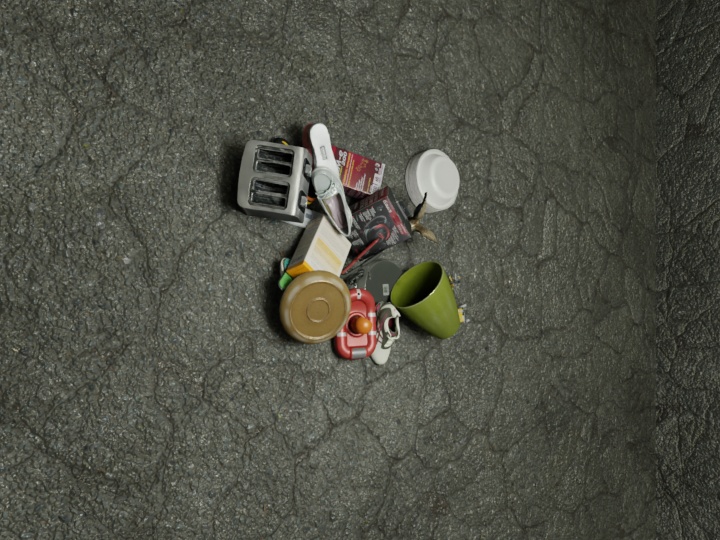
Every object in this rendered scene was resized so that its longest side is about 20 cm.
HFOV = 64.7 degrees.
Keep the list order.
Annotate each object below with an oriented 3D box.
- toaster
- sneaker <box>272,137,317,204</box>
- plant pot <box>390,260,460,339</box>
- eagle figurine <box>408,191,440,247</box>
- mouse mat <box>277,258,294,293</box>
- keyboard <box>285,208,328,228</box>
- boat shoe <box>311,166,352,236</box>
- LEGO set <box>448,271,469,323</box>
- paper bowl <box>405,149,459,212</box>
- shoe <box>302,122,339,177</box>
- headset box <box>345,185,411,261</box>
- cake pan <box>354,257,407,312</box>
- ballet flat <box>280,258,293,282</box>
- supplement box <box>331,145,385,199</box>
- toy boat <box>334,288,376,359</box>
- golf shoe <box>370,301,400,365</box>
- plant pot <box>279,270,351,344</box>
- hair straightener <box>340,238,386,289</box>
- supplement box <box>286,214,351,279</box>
[{"bbox_3d":[-0.226,-0.231,1.470,0.195,0.119,0.185,9,85,-2],"label":"toaster"},{"bbox_3d":[-0.173,-0.280,1.572,0.070,0.089,0.203,-34,106,-34],"label":"sneaker"},{"bbox_3d":[0.221,0.110,1.737,0.201,0.185,0.188,51,59,-27],"label":"plant pot"},{"bbox_3d":[0.171,-0.142,1.752,0.151,0.198,0.153,35,63,-32],"label":"eagle figurine"},{"bbox_3d":[-0.139,0.033,1.552,0.162,0.007,0.201,52,36,-21],"label":"mouse mat"},{"bbox_3d":[-0.151,-0.148,1.628,0.197,0.011,0.058,16,71,-36],"label":"keyboard"},{"bbox_3d":[-0.073,-0.187,1.539,0.073,0.065,0.204,-19,123,5],"label":"boat shoe"},{"bbox_3d":[0.277,0.111,1.861,0.151,0.115,0.205,-5,88,-37],"label":"LEGO set"},{"bbox_3d":[0.251,-0.301,1.895,0.197,0.103,0.206,4,83,-36],"label":"paper bowl"},{"bbox_3d":[-0.111,-0.308,1.574,0.070,0.091,0.204,-15,110,-15],"label":"shoe"},{"bbox_3d":[0.048,-0.138,1.649,0.150,0.197,0.076,55,23,-25],"label":"headset box"},{"bbox_3d":[0.070,0.059,1.758,0.197,0.036,0.205,4,83,-37],"label":"cake pan"},{"bbox_3d":[-0.172,0.061,1.553,0.069,0.069,0.202,-45,109,-31],"label":"ballet flat"},{"bbox_3d":[-0.035,-0.284,1.662,0.196,0.061,0.111,16,75,-15],"label":"supplement box"},{"bbox_3d":[-0.005,0.152,1.620,0.128,0.130,0.205,-1,86,-22],"label":"toy boat"},{"bbox_3d":[0.072,0.197,1.694,0.076,0.088,0.205,-7,110,-31],"label":"golf shoe"},{"bbox_3d":[-0.112,0.101,1.479,0.196,0.027,0.205,-6,107,-20],"label":"plant pot"},{"bbox_3d":[0.000,0.000,1.642,0.199,0.041,0.077,-41,92,11],"label":"hair straightener"},{"bbox_3d":[-0.111,-0.036,1.558,0.126,0.073,0.202,47,41,-26],"label":"supplement box"}]
